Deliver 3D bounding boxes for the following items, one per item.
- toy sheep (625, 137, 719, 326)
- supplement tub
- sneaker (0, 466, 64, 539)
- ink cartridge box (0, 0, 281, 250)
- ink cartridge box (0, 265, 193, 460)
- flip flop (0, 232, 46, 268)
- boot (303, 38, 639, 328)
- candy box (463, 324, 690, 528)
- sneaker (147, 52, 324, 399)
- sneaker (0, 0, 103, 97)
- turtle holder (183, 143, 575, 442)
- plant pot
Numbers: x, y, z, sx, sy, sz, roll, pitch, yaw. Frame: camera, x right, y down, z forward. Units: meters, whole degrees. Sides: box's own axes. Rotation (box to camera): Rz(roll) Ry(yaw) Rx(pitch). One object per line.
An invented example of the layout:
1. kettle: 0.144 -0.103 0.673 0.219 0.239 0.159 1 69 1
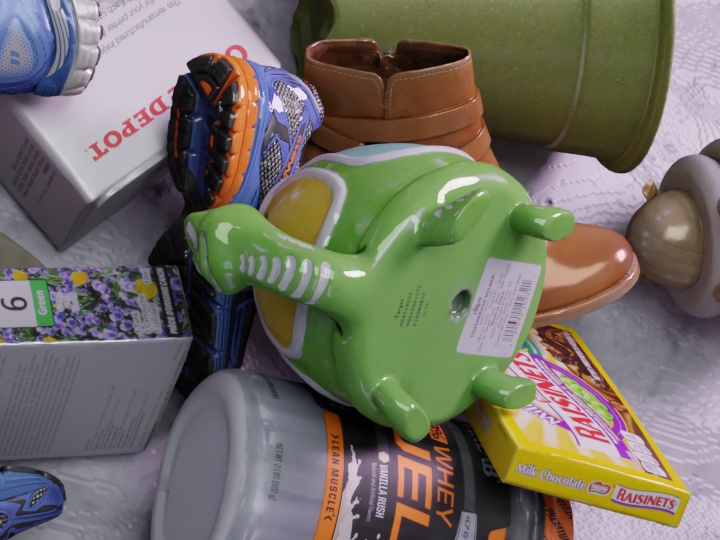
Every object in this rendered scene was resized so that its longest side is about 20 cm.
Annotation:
1. toy sheep: 0.250 -0.024 1.231 0.199 0.138 0.139 -2 71 -17
2. supplement tub: 0.003 0.128 1.067 0.199 0.122 0.123 14 65 -25
3. sneaker: -0.228 0.157 0.995 0.199 0.075 0.079 -29 96 -23
4. ink cartridge box: -0.164 -0.134 1.124 0.145 0.084 0.200 -39 88 -29
5. ink cartridge box: -0.193 0.048 1.025 0.199 0.109 0.051 -1 54 -23
6. flip flop: -0.243 -0.029 1.066 0.200 0.058 0.081 41 61 -4
7. boot: 0.058 -0.051 1.121 0.199 0.156 0.074 -1 31 -3
8. candy box: 0.098 0.070 1.114 0.102 0.200 0.027 14 109 -18
9. sneaker: -0.060 -0.015 1.082 0.078 0.201 0.075 -5 29 -36
10. sneaker: -0.194 -0.181 1.038 0.089 0.079 0.201 -9 74 -27
11. turtle holder: 0.003 0.008 1.017 0.131 0.142 0.185 25 41 37
12. plant pot: 0.059 -0.154 1.186 0.189 0.200 0.201 -2 71 -10
